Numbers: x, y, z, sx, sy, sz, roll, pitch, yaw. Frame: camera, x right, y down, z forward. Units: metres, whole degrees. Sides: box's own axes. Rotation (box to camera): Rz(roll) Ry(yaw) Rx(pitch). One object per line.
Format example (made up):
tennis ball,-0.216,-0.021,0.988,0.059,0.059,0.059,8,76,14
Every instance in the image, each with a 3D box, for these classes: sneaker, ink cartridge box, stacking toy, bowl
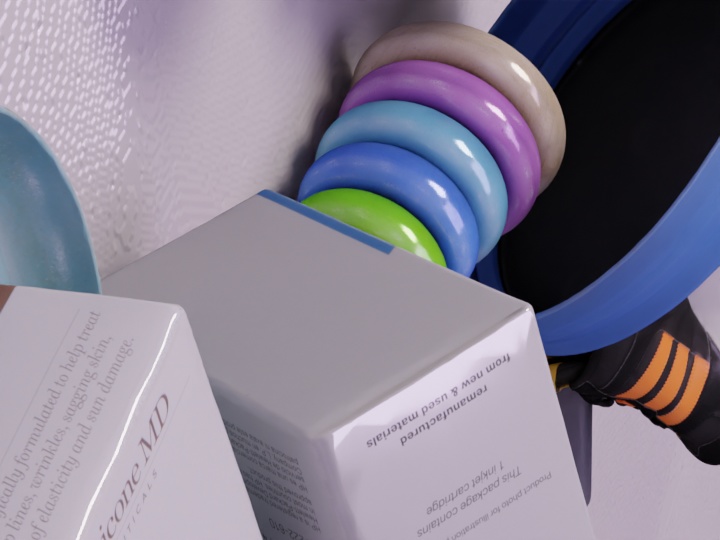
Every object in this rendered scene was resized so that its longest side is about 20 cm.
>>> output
sneaker,0.112,0.029,1.254,0.090,0.070,0.200,-32,142,-7
ink cartridge box,0.003,0.093,0.910,0.085,0.145,0.200,-30,121,-25
stacking toy,0.000,0.000,1.041,0.200,0.085,0.085,-58,148,-41
bowl,0.100,-0.058,1.128,0.039,0.201,0.201,32,60,-27

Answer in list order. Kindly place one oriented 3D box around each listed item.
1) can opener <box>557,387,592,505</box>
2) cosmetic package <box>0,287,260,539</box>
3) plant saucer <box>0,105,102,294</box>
can opener,0.097,0.010,1.296,0.053,0.067,0.200,-135,-140,-62
cosmetic package,-0.071,0.108,0.790,0.200,0.074,0.102,76,28,-46
plant saucer,-0.123,0.052,0.795,0.200,0.027,0.200,7,90,-70
